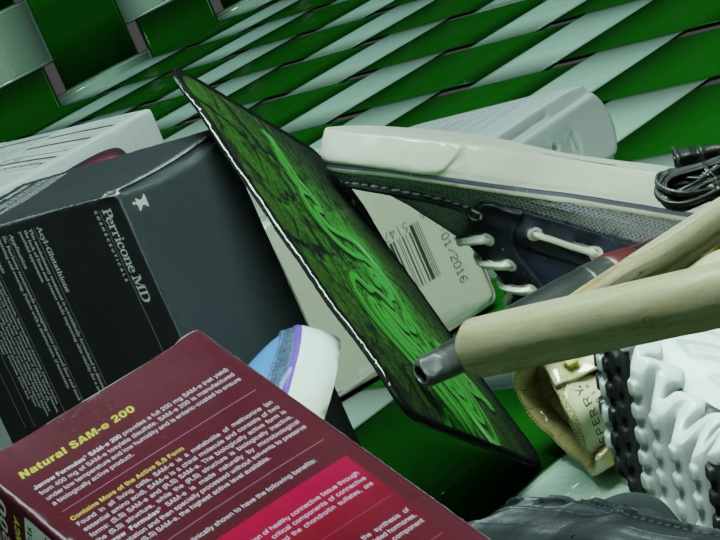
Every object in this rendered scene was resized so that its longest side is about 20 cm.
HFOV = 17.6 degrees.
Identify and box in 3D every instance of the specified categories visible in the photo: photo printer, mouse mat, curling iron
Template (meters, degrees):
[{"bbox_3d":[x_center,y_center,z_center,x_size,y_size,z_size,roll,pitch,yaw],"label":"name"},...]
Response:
[{"bbox_3d":[0.047,-0.051,1.530,0.200,0.070,0.166,-11,18,47],"label":"photo printer"},{"bbox_3d":[0.000,0.000,1.028,0.008,0.200,0.161,-39,-25,12],"label":"mouse mat"},{"bbox_3d":[0.100,0.000,0.998,0.200,0.026,0.050,-33,46,-28],"label":"curling iron"}]

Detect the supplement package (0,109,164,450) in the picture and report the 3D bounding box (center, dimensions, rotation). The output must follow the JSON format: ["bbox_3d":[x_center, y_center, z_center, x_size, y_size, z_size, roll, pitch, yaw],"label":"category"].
[{"bbox_3d":[-0.152,0.036,1.227,0.111,0.201,0.155,-33,16,-36],"label":"supplement package"}]

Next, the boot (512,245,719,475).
[{"bbox_3d":[0.157,0.031,0.981,0.155,0.073,0.200,-27,11,-15],"label":"boot"}]

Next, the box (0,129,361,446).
[{"bbox_3d":[-0.091,0.052,1.052,0.141,0.201,0.079,-11,18,44],"label":"box"}]

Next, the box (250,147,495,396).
[{"bbox_3d":[-0.036,-0.001,1.383,0.128,0.109,0.200,-30,14,-26],"label":"box"}]

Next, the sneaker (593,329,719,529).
[{"bbox_3d":[0.145,0.061,0.869,0.081,0.075,0.200,-16,27,-12],"label":"sneaker"}]

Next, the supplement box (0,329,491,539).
[{"bbox_3d":[-0.032,0.111,0.805,0.109,0.061,0.200,-31,48,-31],"label":"supplement box"}]

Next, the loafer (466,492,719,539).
[{"bbox_3d":[0.090,0.104,0.807,0.070,0.068,0.200,-41,15,-27],"label":"loafer"}]

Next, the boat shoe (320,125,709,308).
[{"bbox_3d":[0.075,-0.012,1.102,0.199,0.093,0.075,9,8,2],"label":"boat shoe"}]

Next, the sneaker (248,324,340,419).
[{"bbox_3d":[-0.107,0.084,0.929,0.201,0.146,0.081,-64,1,-21],"label":"sneaker"}]

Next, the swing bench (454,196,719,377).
[{"bbox_3d":[0.159,0.069,0.526,0.130,0.200,0.200,-31,15,-32],"label":"swing bench"}]
